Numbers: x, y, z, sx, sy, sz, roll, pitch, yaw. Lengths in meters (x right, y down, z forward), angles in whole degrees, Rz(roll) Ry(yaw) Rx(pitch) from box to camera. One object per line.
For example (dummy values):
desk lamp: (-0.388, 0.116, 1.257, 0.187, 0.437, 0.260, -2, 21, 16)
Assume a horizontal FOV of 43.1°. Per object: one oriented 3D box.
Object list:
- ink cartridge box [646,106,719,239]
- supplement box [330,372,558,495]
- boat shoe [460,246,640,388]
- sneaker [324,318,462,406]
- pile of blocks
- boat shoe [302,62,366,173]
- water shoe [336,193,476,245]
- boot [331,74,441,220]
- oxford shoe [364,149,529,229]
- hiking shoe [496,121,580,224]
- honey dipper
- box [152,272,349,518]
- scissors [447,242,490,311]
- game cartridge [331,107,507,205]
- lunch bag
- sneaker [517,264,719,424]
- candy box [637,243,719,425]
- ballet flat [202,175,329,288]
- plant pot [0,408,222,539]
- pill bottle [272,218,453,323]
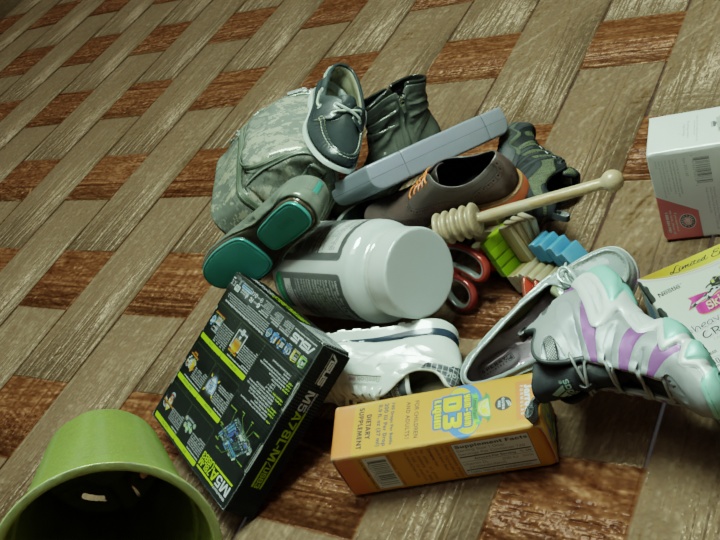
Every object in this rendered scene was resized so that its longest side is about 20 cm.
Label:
ink cartridge box: (0.396, -0.103, 0.900, 0.200, 0.117, 0.068, -5, 41, 26)
supplement box: (0.076, 0.151, 0.841, 0.200, 0.069, 0.067, -12, 41, 17)
boat shoe: (0.179, 0.049, 0.864, 0.202, 0.065, 0.074, -36, 73, 4)
sneaker: (0.007, 0.109, 0.937, 0.200, 0.076, 0.081, -16, 47, 18)
pile of blocks: (0.178, -0.006, 0.951, 0.062, 0.082, 0.200, -42, 39, -19)
boat shoe: (-0.028, -0.192, 1.117, 0.060, 0.076, 0.200, -54, 29, 30)
water shoe: (0.051, -0.052, 1.084, 0.200, 0.072, 0.079, -10, 19, 21)
boot: (0.019, -0.167, 1.208, 0.200, 0.131, 0.068, -38, 37, -13)
oxford shoe: (0.081, -0.090, 1.005, 0.200, 0.073, 0.071, -16, 48, 30)
hiking shoe: (0.208, -0.109, 1.082, 0.101, 0.076, 0.200, 8, 40, 9)
honey dipper: (0.170, -0.066, 0.932, 0.200, 0.038, 0.038, -15, 38, 25)
box: (-0.122, 0.123, 0.960, 0.200, 0.047, 0.193, 33, 95, 50)
scissors: (0.065, -0.017, 1.035, 0.014, 0.073, 0.200, -14, 32, -42)
game cartridge: (0.074, -0.135, 1.086, 0.200, 0.042, 0.133, -26, 9, -23)
lunch bag: (-0.096, -0.133, 1.193, 0.168, 0.139, 0.200, -44, 26, 25)
sneaker: (0.199, 0.088, 0.753, 0.140, 0.078, 0.200, -35, 29, 0)
candy box: (0.345, 0.057, 0.784, 0.136, 0.061, 0.200, -25, 36, 6)
ballet flat: (-0.103, -0.041, 1.021, 0.200, 0.067, 0.064, -33, 21, 40)
plant pot: (-0.244, 0.229, 0.879, 0.200, 0.200, 0.190, -32, 23, -5)
pill bottle: (0.000, 0.000, 1.004, 0.200, 0.113, 0.113, 3, 45, 52)
